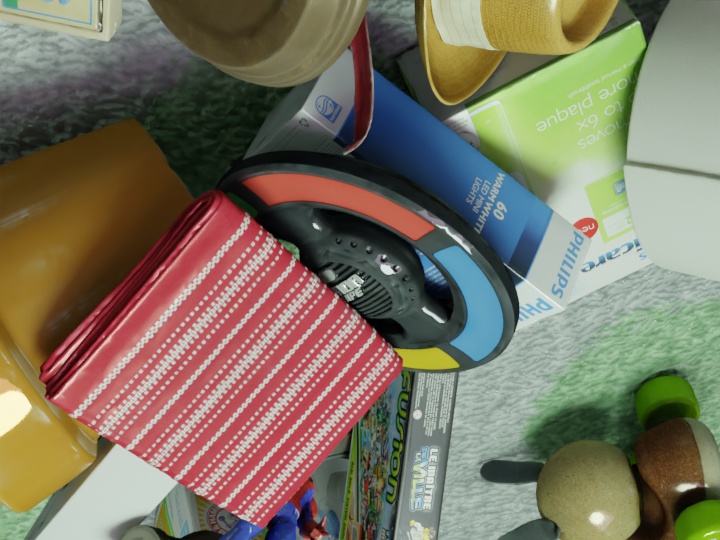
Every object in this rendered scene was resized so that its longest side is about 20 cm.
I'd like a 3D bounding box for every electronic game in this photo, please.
[{"bbox_3d":[0.000,0.000,0.739,0.198,0.042,0.201,20,150,12],"label":"electronic game"}]

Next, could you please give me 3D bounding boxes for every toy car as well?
[{"bbox_3d":[0.205,0.203,1.056,0.197,0.165,0.159,-7,132,0],"label":"toy car"}]

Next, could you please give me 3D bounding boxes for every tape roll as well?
[{"bbox_3d":[0.275,-0.085,0.774,0.202,0.138,0.206,-21,118,-47],"label":"tape roll"}]

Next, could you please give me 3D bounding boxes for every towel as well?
[{"bbox_3d":[-0.072,0.057,0.710,0.145,0.022,0.200,-48,133,-1],"label":"towel"}]

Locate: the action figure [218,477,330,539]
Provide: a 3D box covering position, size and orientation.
[{"bbox_3d":[-0.058,0.168,0.833,0.065,0.200,0.052,40,107,-4],"label":"action figure"}]

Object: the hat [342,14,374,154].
[{"bbox_3d":[0.016,-0.214,0.612,0.164,0.177,0.201,-23,133,3],"label":"hat"}]

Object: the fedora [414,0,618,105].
[{"bbox_3d":[0.100,-0.178,0.666,0.081,0.201,0.202,19,135,21],"label":"fedora"}]

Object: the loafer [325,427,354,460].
[{"bbox_3d":[-0.037,0.115,0.964,0.197,0.072,0.064,0,110,-27],"label":"loafer"}]

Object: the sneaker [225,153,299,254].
[{"bbox_3d":[-0.013,-0.017,0.847,0.198,0.078,0.080,22,132,-31],"label":"sneaker"}]

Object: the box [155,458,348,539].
[{"bbox_3d":[-0.058,0.221,1.006,0.197,0.113,0.102,5,127,-21],"label":"box"}]

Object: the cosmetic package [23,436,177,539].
[{"bbox_3d":[-0.158,0.128,0.852,0.051,0.151,0.200,36,120,-11],"label":"cosmetic package"}]

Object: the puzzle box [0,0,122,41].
[{"bbox_3d":[-0.182,-0.219,0.614,0.131,0.026,0.202,10,128,1],"label":"puzzle box"}]

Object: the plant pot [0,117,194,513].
[{"bbox_3d":[-0.180,0.010,0.746,0.182,0.200,0.201,-33,134,-10],"label":"plant pot"}]

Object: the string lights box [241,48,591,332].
[{"bbox_3d":[0.031,-0.038,0.759,0.199,0.059,0.103,36,148,-15],"label":"string lights box"}]

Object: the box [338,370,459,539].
[{"bbox_3d":[0.027,0.132,0.896,0.034,0.110,0.203,7,92,-20],"label":"box"}]

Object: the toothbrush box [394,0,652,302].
[{"bbox_3d":[0.129,-0.079,0.830,0.144,0.087,0.201,-25,134,5],"label":"toothbrush box"}]

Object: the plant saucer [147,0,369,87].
[{"bbox_3d":[-0.068,-0.186,0.603,0.029,0.200,0.202,-25,141,-37],"label":"plant saucer"}]

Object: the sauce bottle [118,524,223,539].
[{"bbox_3d":[-0.093,0.213,0.843,0.064,0.065,0.200,-33,144,11],"label":"sauce bottle"}]
